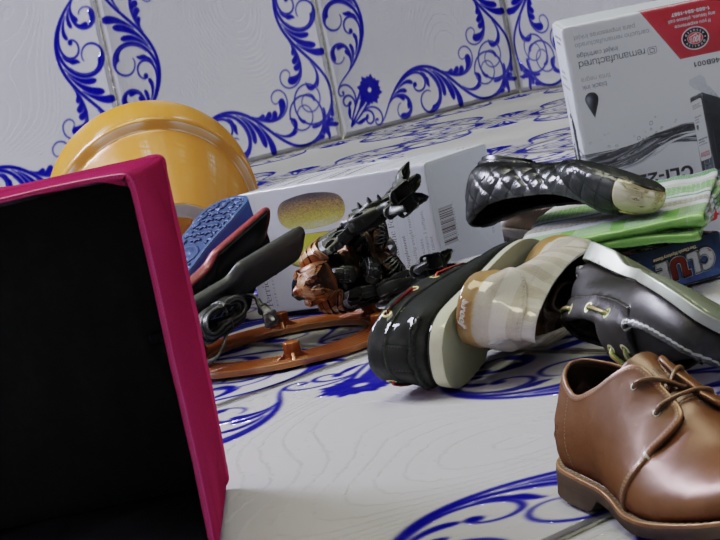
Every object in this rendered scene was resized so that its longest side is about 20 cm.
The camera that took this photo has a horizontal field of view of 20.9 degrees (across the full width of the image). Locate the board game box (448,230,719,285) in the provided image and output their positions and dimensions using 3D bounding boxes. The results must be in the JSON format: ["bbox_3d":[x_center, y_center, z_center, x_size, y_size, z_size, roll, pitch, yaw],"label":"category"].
[{"bbox_3d":[0.168,-0.001,1.498,0.134,0.035,0.200,-15,8,-23],"label":"board game box"}]

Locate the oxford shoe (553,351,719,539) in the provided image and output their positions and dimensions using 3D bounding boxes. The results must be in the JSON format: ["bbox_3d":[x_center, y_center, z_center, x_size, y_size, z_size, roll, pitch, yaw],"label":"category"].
[{"bbox_3d":[0.138,0.074,0.856,0.071,0.072,0.200,-13,9,-24],"label":"oxford shoe"}]

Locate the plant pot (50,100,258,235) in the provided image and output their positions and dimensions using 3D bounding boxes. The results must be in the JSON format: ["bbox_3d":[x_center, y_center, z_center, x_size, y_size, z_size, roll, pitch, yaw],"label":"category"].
[{"bbox_3d":[-0.180,-0.032,1.759,0.198,0.202,0.183,-13,23,-7],"label":"plant pot"}]

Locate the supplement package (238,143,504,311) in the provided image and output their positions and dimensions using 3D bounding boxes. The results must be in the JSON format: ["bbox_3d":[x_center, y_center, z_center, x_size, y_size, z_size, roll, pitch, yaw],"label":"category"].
[{"bbox_3d":[0.010,-0.034,1.693,0.199,0.115,0.109,-8,7,34],"label":"supplement package"}]

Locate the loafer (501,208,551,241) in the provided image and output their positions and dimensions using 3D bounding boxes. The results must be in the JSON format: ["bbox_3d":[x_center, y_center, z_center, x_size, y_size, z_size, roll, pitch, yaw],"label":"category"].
[{"bbox_3d":[0.204,-0.073,1.836,0.199,0.072,0.073,-15,8,-25],"label":"loafer"}]

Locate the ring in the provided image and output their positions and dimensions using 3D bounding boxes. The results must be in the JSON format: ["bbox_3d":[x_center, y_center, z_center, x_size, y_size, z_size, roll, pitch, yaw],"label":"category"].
[{"bbox_3d":[-0.058,0.052,1.528,0.198,0.019,0.200,-11,8,1],"label":"ring"}]

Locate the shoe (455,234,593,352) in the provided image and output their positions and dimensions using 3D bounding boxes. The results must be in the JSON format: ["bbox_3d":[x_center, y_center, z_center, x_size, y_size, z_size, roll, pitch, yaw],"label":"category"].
[{"bbox_3d":[0.128,0.019,1.289,0.053,0.071,0.200,5,12,29],"label":"shoe"}]

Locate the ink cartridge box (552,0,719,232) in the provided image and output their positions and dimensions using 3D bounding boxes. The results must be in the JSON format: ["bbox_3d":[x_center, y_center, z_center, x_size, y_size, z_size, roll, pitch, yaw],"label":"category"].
[{"bbox_3d":[0.253,-0.125,1.663,0.143,0.202,0.084,-11,11,3],"label":"ink cartridge box"}]

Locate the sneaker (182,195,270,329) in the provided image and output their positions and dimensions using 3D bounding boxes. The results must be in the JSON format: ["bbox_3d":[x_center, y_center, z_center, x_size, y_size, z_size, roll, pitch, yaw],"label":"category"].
[{"bbox_3d":[-0.134,0.025,1.552,0.070,0.078,0.200,-3,34,44],"label":"sneaker"}]

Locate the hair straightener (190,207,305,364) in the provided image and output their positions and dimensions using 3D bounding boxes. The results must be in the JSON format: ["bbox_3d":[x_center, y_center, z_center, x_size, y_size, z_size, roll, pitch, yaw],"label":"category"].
[{"bbox_3d":[-0.098,0.016,1.484,0.077,0.041,0.200,27,36,19],"label":"hair straightener"}]

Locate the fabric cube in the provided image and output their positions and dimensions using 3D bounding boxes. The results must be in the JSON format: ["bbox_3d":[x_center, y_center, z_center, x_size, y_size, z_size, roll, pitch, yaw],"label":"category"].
[{"bbox_3d":[-0.181,0.058,0.990,0.198,0.198,0.199,-12,8,-1],"label":"fabric cube"}]

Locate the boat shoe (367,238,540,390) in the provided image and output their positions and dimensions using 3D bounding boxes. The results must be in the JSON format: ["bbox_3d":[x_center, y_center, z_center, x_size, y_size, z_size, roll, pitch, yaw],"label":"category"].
[{"bbox_3d":[0.072,0.025,1.306,0.063,0.074,0.201,2,18,30],"label":"boat shoe"}]

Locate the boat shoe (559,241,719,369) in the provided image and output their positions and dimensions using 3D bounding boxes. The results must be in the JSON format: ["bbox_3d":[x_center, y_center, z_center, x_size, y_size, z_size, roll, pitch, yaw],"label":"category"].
[{"bbox_3d":[0.172,0.034,1.155,0.071,0.061,0.201,28,3,-14],"label":"boat shoe"}]

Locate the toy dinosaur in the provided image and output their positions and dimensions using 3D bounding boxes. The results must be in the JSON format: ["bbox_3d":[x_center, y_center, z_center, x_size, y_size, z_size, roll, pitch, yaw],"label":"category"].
[{"bbox_3d":[0.000,0.000,1.515,0.135,0.103,0.200,-25,21,20],"label":"toy dinosaur"}]

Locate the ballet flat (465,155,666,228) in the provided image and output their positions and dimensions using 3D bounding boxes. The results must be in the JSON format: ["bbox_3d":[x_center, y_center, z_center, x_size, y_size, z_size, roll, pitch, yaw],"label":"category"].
[{"bbox_3d":[0.155,-0.054,1.474,0.066,0.057,0.199,14,-4,-37],"label":"ballet flat"}]

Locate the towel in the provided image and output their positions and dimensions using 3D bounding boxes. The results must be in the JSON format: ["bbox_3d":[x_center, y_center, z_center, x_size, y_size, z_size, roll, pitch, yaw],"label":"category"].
[{"bbox_3d":[0.202,-0.035,1.487,0.148,0.031,0.200,-12,9,17],"label":"towel"}]
